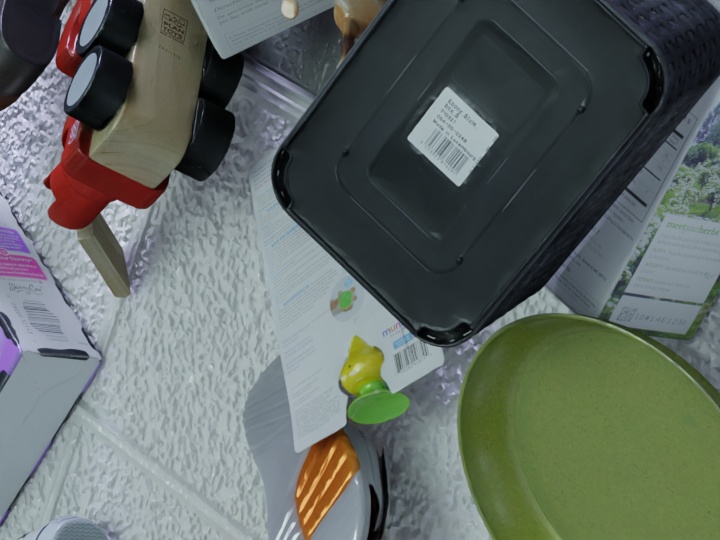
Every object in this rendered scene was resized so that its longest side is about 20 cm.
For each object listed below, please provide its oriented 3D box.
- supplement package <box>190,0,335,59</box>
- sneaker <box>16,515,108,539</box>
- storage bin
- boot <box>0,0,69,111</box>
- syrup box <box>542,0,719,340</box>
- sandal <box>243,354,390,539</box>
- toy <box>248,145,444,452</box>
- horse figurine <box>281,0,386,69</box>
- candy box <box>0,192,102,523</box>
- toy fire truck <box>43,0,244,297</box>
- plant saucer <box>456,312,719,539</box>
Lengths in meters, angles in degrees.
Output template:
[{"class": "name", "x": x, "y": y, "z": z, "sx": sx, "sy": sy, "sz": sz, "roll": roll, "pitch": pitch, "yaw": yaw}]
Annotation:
[{"class": "supplement package", "x": -0.073, "y": -0.238, "z": 1.631, "sx": 0.117, "sy": 0.200, "sz": 0.117, "roll": -25, "pitch": 59, "yaw": -1}, {"class": "sneaker", "x": -0.196, "y": 0.259, "z": 1.822, "sx": 0.071, "sy": 0.073, "sz": 0.201, "roll": -18, "pitch": 62, "yaw": 54}, {"class": "storage bin", "x": 0.067, "y": -0.078, "z": 1.400, "sx": 0.135, "sy": 0.094, "sz": 0.200, "roll": 44, "pitch": 119, "yaw": 9}, {"class": "boot", "x": -0.256, "y": -0.148, "z": 1.901, "sx": 0.200, "sy": 0.068, "sz": 0.189, "roll": -37, "pitch": 36, "yaw": 40}, {"class": "syrup box", "x": 0.166, "y": -0.069, "z": 1.457, "sx": 0.081, "sy": 0.079, "sz": 0.200, "roll": 44, "pitch": 116, "yaw": 42}, {"class": "sandal", "x": -0.015, "y": 0.120, "z": 1.650, "sx": 0.079, "sy": 0.059, "sz": 0.207, "roll": -49, "pitch": 30, "yaw": 21}, {"class": "toy", "x": 0.000, "y": 0.000, "z": 1.644, "sx": 0.115, "sy": 0.047, "sz": 0.200, "roll": -33, "pitch": 48, "yaw": 31}, {"class": "horse figurine", "x": -0.014, "y": -0.165, "z": 1.572, "sx": 0.050, "sy": 0.200, "sz": 0.133, "roll": -19, "pitch": 40, "yaw": 19}, {"class": "candy box", "x": -0.278, "y": 0.051, "z": 1.928, "sx": 0.168, "sy": 0.071, "sz": 0.200, "roll": -56, "pitch": 49, "yaw": 27}, {"class": "toy fire truck", "x": -0.148, "y": -0.090, "z": 1.779, "sx": 0.200, "sy": 0.128, "sz": 0.176, "roll": -43, "pitch": 31, "yaw": 42}, {"class": "plant saucer", "x": 0.135, "y": 0.107, "z": 1.450, "sx": 0.200, "sy": 0.031, "sz": 0.200, "roll": 26, "pitch": 131, "yaw": 33}]
